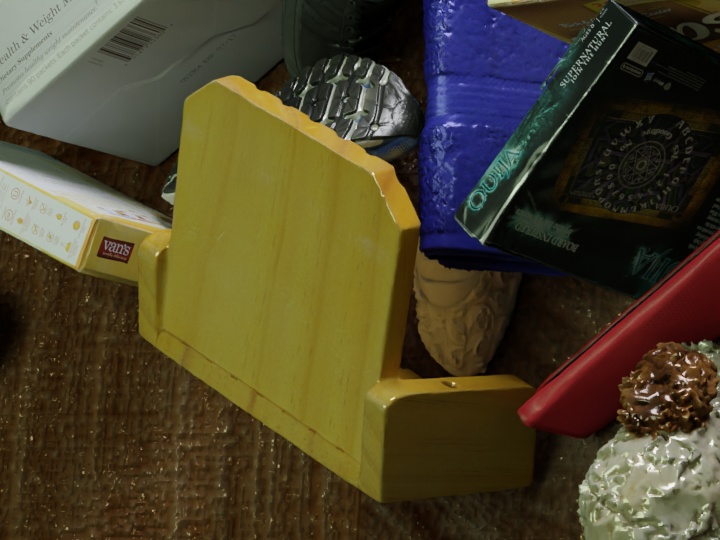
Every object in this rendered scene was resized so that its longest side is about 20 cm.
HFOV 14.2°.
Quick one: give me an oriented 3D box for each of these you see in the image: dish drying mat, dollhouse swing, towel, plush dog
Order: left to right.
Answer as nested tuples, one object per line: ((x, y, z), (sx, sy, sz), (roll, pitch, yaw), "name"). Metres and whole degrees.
((0.000, 0.000, 1.570), (0.200, 0.181, 0.176), (32, 112, 38), "dollhouse swing")
((0.099, -0.096, 1.578), (0.050, 0.147, 0.201), (150, 123, -68), "towel")
((0.172, 0.021, 1.522), (0.200, 0.077, 0.018), (-43, 56, 23), "dish drying mat")
((0.169, 0.132, 1.439), (0.160, 0.172, 0.201), (10, 86, 38), "plush dog")

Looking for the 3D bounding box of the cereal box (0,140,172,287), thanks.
((-0.183, -0.037, 1.764), (0.200, 0.144, 0.040), (26, 97, 39), "cereal box")

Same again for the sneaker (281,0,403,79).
((0.005, -0.167, 1.645), (0.104, 0.060, 0.200), (23, 131, 41), "sneaker")

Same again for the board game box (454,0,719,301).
((0.150, -0.051, 1.476), (0.135, 0.200, 0.028), (-54, 51, 14), "board game box")

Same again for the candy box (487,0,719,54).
((0.168, -0.139, 1.482), (0.115, 0.200, 0.055), (-4, 77, 37), "candy box")

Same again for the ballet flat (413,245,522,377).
((0.061, -0.042, 1.629), (0.072, 0.072, 0.201), (14, 89, 38), "ballet flat")

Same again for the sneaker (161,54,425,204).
((-0.025, -0.061, 1.684), (0.200, 0.089, 0.079), (-18, 39, 50), "sneaker")

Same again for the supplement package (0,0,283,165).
((-0.140, -0.208, 1.766), (0.191, 0.147, 0.200), (-38, 61, 25), "supplement package")
